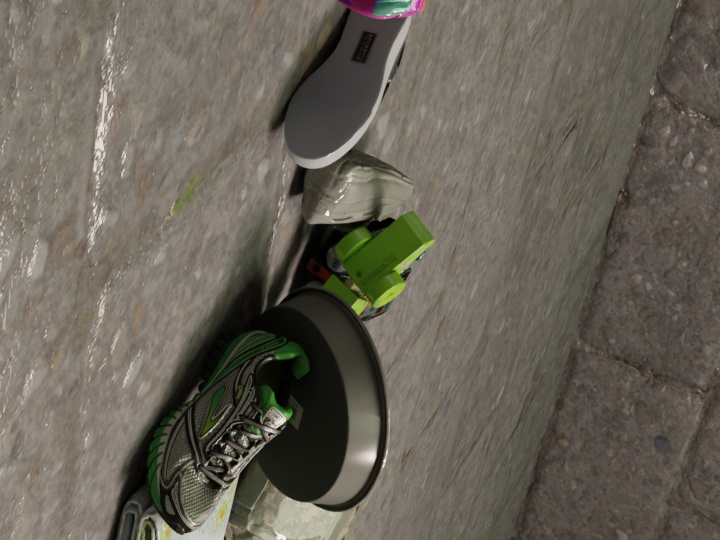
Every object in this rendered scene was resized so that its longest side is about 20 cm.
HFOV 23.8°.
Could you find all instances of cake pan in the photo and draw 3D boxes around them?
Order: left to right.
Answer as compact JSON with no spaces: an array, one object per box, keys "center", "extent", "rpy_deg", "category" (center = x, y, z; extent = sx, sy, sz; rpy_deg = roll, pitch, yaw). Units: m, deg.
[{"center":[-0.047,0.116,1.511],"extent":[0.036,0.200,0.202],"rpy_deg":[-8,126,-36],"category":"cake pan"}]

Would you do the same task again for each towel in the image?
[{"center":[-0.166,0.246,1.515],"extent":[0.200,0.048,0.173],"rpy_deg":[-37,147,-65],"category":"towel"}]

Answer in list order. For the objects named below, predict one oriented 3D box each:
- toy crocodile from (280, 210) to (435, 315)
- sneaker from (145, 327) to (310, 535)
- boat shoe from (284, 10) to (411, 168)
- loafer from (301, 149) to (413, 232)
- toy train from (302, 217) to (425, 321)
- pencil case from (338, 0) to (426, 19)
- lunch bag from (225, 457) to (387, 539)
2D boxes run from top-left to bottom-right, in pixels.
[{"center":[-0.013,0.023,1.582],"extent":[0.200,0.068,0.062],"rpy_deg":[-45,165,9],"category":"toy crocodile"},{"center":[-0.111,0.130,1.428],"extent":[0.078,0.085,0.201],"rpy_deg":[50,53,-37],"category":"sneaker"},{"center":[-0.008,-0.156,1.461],"extent":[0.067,0.069,0.201],"rpy_deg":[87,21,-57],"category":"boat shoe"},{"center":[-0.006,-0.072,1.596],"extent":[0.070,0.070,0.200],"rpy_deg":[-64,159,10],"category":"loafer"},{"center":[0.000,0.000,1.701],"extent":[0.115,0.085,0.200],"rpy_deg":[-61,168,16],"category":"toy train"},{"center":[0.038,-0.300,1.364],"extent":[0.088,0.088,0.202],"rpy_deg":[-42,152,-59],"category":"pencil case"},{"center":[-0.062,0.219,1.731],"extent":[0.165,0.117,0.200],"rpy_deg":[-62,159,-19],"category":"lunch bag"}]
